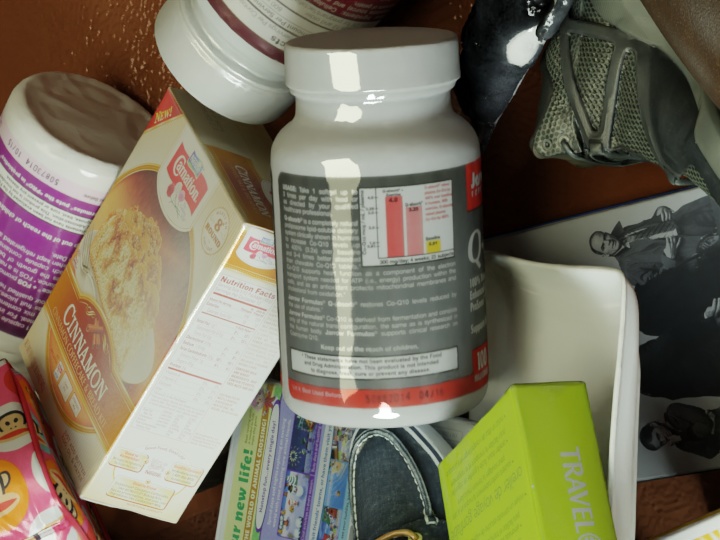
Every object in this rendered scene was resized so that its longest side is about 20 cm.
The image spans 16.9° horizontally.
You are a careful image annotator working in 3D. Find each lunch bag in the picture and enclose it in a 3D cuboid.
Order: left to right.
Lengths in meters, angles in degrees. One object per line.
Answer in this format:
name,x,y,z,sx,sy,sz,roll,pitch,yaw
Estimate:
lunch bag,-0.196,0.155,1.475,0.176,0.081,0.201,-118,4,-56

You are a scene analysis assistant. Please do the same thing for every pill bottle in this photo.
pill bottle,-0.207,-0.017,1.550,0.112,0.112,0.201,44,121,26
pill bottle,-0.026,-0.182,1.374,0.200,0.114,0.115,-46,68,35
pill bottle,0.010,-0.025,1.305,0.115,0.115,0.202,7,105,38

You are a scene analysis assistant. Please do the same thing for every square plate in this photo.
square plate,0.103,0.094,1.275,0.200,0.028,0.200,-170,81,-71

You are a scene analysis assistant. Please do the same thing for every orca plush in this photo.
orca plush,0.074,-0.157,1.300,0.071,0.106,0.200,23,149,-4

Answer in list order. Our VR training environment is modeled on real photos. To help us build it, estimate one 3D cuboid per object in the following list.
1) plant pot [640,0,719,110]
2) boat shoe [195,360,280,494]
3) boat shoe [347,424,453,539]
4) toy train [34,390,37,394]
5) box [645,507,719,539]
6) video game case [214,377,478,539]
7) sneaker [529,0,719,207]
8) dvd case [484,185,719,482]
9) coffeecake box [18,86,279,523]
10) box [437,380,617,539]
plant pot,0.217,-0.138,1.155,0.200,0.186,0.188,39,120,44
boat shoe,-0.095,0.087,1.512,0.199,0.071,0.077,-26,65,32
boat shoe,0.021,0.163,1.269,0.071,0.091,0.202,-33,64,31
toy train,-0.239,0.157,1.618,0.198,0.056,0.151,-16,106,17
box,0.230,0.211,1.230,0.112,0.101,0.201,-31,77,39
video game case,-0.014,0.171,1.373,0.181,0.022,0.202,9,90,41
sneaker,0.159,-0.070,1.259,0.200,0.076,0.115,55,130,30
dvd case,0.141,0.041,1.329,0.199,0.025,0.152,-14,88,41
coffeecake box,-0.111,0.020,1.438,0.201,0.073,0.154,-58,36,20
box,0.090,0.169,1.194,0.122,0.047,0.202,125,140,-60
